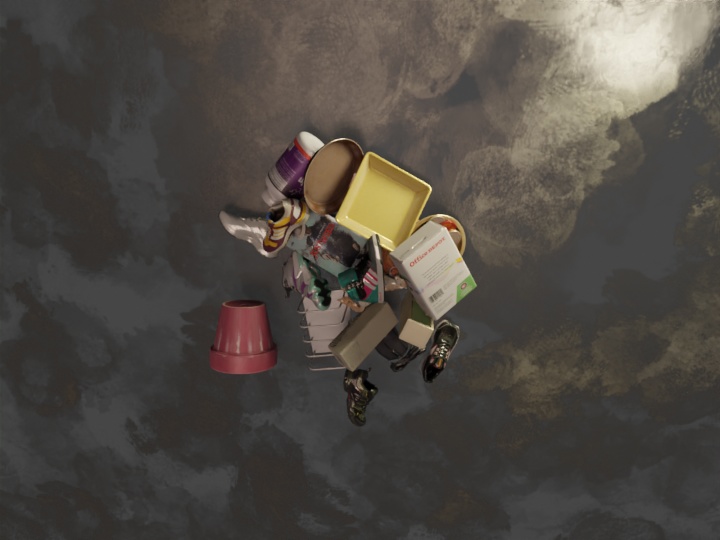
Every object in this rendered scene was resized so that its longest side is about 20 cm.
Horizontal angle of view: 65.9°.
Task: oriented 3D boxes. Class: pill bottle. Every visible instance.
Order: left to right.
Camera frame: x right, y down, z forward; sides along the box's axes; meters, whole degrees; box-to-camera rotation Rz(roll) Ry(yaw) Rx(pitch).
[{"bbox_3d":[-0.170,-0.251,1.444,0.112,0.113,0.200,39,112,-11],"label":"pill bottle"}]

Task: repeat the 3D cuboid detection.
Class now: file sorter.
[{"bbox_3d":[-0.098,0.174,1.610,0.136,0.125,0.204,-5,113,9],"label":"file sorter"}]

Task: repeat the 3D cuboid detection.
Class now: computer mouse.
[{"bbox_3d":[0.089,0.213,1.644,0.138,0.053,0.200,-40,103,21],"label":"computer mouse"}]

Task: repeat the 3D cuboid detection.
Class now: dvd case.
[{"bbox_3d":[-0.095,-0.081,1.488,0.198,0.022,0.147,32,114,-3],"label":"dvd case"}]

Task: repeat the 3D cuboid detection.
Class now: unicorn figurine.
[{"bbox_3d":[0.039,0.038,1.530,0.137,0.074,0.199,41,113,-20],"label":"unicorn figurine"}]

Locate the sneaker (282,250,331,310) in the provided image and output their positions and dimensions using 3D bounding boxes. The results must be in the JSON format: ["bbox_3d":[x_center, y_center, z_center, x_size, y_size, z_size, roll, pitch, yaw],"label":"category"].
[{"bbox_3d":[-0.164,0.050,1.563,0.139,0.077,0.202,-39,60,29],"label":"sneaker"}]

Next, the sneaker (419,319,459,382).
[{"bbox_3d":[0.235,0.246,1.622,0.079,0.087,0.203,16,113,-3],"label":"sneaker"}]

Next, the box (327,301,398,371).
[{"bbox_3d":[0.009,0.175,1.546,0.200,0.068,0.083,-44,125,-20],"label":"box"}]

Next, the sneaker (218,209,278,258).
[{"bbox_3d":[-0.302,-0.117,1.549,0.198,0.075,0.088,31,101,-14],"label":"sneaker"}]

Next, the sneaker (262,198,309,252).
[{"bbox_3d":[-0.219,-0.121,1.447,0.089,0.076,0.200,10,138,-40],"label":"sneaker"}]

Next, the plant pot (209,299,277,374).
[{"bbox_3d":[-0.340,0.185,1.617,0.196,0.200,0.183,2,98,6],"label":"plant pot"}]

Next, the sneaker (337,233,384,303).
[{"bbox_3d":[0.000,0.000,1.427,0.118,0.084,0.203,-4,122,0],"label":"sneaker"}]

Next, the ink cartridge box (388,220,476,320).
[{"bbox_3d":[0.184,-0.001,1.409,0.144,0.084,0.201,-38,118,-7],"label":"ink cartridge box"}]

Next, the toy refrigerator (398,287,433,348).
[{"bbox_3d":[0.154,0.121,1.516,0.075,0.201,0.071,23,114,-3],"label":"toy refrigerator"}]

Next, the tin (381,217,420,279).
[{"bbox_3d":[0.114,-0.055,1.536,0.110,0.042,0.203,18,114,3],"label":"tin"}]

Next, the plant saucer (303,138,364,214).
[{"bbox_3d":[-0.072,-0.239,1.399,0.034,0.198,0.203,34,119,35],"label":"plant saucer"}]

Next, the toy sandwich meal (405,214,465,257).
[{"bbox_3d":[0.201,-0.047,1.482,0.201,0.070,0.209,-7,118,-13],"label":"toy sandwich meal"}]

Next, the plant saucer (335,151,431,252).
[{"bbox_3d":[0.057,-0.172,1.447,0.198,0.048,0.203,27,87,-10],"label":"plant saucer"}]

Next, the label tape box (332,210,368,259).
[{"bbox_3d":[-0.060,-0.127,1.510,0.140,0.066,0.203,-7,114,9],"label":"label tape box"}]

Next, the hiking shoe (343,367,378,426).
[{"bbox_3d":[0.007,0.396,1.718,0.099,0.076,0.204,-5,112,12],"label":"hiking shoe"}]
